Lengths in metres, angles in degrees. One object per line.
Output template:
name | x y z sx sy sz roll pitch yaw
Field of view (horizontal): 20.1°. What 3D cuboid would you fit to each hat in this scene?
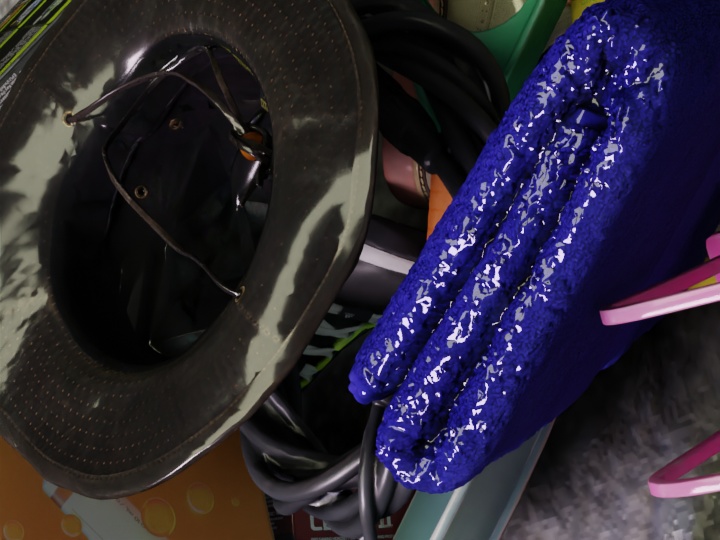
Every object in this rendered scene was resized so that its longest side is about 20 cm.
hat | -0.053 -0.017 0.710 0.200 0.081 0.202 -10 73 35

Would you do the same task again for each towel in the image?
towel | 0.072 -0.028 0.583 0.049 0.200 0.148 32 115 15

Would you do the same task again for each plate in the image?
plate | 0.041 0.074 0.732 0.025 0.200 0.201 27 113 1

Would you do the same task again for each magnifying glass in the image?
magnifying glass | 0.039 -0.063 0.753 0.079 0.022 0.201 9 103 35

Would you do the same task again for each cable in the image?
cable | 0.000 0.000 0.744 0.163 0.051 0.201 -25 65 39

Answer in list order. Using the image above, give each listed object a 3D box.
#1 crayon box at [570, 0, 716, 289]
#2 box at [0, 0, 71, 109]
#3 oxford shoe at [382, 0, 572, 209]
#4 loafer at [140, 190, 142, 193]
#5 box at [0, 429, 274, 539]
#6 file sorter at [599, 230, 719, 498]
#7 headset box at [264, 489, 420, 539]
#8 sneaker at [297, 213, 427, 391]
crayon box | 0.132 -0.092 0.704 0.127 0.051 0.201 -12 77 48
box | -0.113 -0.110 0.870 0.200 0.048 0.193 -48 19 -12
oxford shoe | 0.065 -0.116 0.782 0.074 0.071 0.201 17 106 35
loafer | -0.070 -0.063 0.927 0.200 0.067 0.077 -34 69 60
box | -0.109 0.110 0.780 0.097 0.124 0.201 -31 68 46
file sorter | 0.161 0.079 0.538 0.138 0.125 0.201 -16 92 34
headset box | -0.041 0.174 0.859 0.148 0.077 0.201 -15 77 48
sneaker | -0.028 0.030 0.859 0.200 0.071 0.083 -19 61 55
